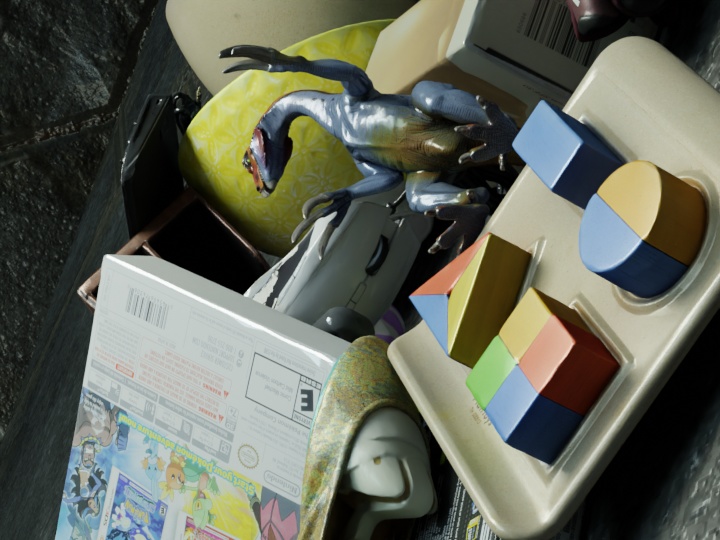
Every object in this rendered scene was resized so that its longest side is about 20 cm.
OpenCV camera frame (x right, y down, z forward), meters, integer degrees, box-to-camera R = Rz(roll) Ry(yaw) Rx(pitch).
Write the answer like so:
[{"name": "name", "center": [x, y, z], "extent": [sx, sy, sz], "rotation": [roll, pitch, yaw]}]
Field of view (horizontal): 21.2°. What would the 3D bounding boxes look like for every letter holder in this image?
[{"name": "letter holder", "center": [-0.077, 0.066, 1.264], "extent": [0.101, 0.142, 0.200], "rotation": [-43, -30, -12]}]

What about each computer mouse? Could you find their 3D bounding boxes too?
[{"name": "computer mouse", "center": [0.000, 0.000, 1.106], "extent": [0.200, 0.109, 0.044], "rotation": [-49, 39, 13]}]

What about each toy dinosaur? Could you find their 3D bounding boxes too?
[{"name": "toy dinosaur", "center": [0.018, -0.060, 1.023], "extent": [0.181, 0.199, 0.106], "rotation": [-145, 60, -61]}]

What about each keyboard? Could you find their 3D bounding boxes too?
[{"name": "keyboard", "center": [-0.130, -0.041, 1.290], "extent": [0.201, 0.020, 0.128], "rotation": [90, -162, -50]}]

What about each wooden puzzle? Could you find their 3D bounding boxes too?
[{"name": "wooden puzzle", "center": [0.091, -0.004, 0.857], "extent": [0.200, 0.046, 0.185], "rotation": [-53, 28, 12]}]

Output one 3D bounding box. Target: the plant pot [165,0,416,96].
[{"name": "plant pot", "center": [-0.036, -0.171, 1.502], "extent": [0.200, 0.199, 0.135], "rotation": [-45, 61, 55]}]

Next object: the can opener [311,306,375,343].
[{"name": "can opener", "center": [-0.071, 0.082, 1.098], "extent": [0.200, 0.067, 0.054], "rotation": [-43, 28, 41]}]

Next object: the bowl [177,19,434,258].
[{"name": "bowl", "center": [-0.009, -0.061, 1.256], "extent": [0.200, 0.199, 0.108], "rotation": [-50, 58, 49]}]

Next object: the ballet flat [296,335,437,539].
[{"name": "ballet flat", "center": [0.002, 0.127, 0.916], "extent": [0.071, 0.070, 0.201], "rotation": [-32, 39, 66]}]

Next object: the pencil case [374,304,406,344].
[{"name": "pencil case", "center": [-0.019, 0.106, 1.163], "extent": [0.086, 0.083, 0.201], "rotation": [88, -169, -48]}]

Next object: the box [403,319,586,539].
[{"name": "box", "center": [0.058, 0.090, 0.964], "extent": [0.193, 0.047, 0.201], "rotation": [131, 157, -57]}]

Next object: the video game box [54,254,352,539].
[{"name": "video game box", "center": [-0.082, 0.105, 1.050], "extent": [0.199, 0.047, 0.184], "rotation": [23, 104, 42]}]

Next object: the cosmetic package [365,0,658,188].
[{"name": "cosmetic package", "center": [0.076, -0.112, 1.099], "extent": [0.071, 0.105, 0.200], "rotation": [-69, 13, -15]}]

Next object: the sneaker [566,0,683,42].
[{"name": "sneaker", "center": [0.104, -0.182, 0.959], "extent": [0.075, 0.199, 0.116], "rotation": [-16, 59, 49]}]
